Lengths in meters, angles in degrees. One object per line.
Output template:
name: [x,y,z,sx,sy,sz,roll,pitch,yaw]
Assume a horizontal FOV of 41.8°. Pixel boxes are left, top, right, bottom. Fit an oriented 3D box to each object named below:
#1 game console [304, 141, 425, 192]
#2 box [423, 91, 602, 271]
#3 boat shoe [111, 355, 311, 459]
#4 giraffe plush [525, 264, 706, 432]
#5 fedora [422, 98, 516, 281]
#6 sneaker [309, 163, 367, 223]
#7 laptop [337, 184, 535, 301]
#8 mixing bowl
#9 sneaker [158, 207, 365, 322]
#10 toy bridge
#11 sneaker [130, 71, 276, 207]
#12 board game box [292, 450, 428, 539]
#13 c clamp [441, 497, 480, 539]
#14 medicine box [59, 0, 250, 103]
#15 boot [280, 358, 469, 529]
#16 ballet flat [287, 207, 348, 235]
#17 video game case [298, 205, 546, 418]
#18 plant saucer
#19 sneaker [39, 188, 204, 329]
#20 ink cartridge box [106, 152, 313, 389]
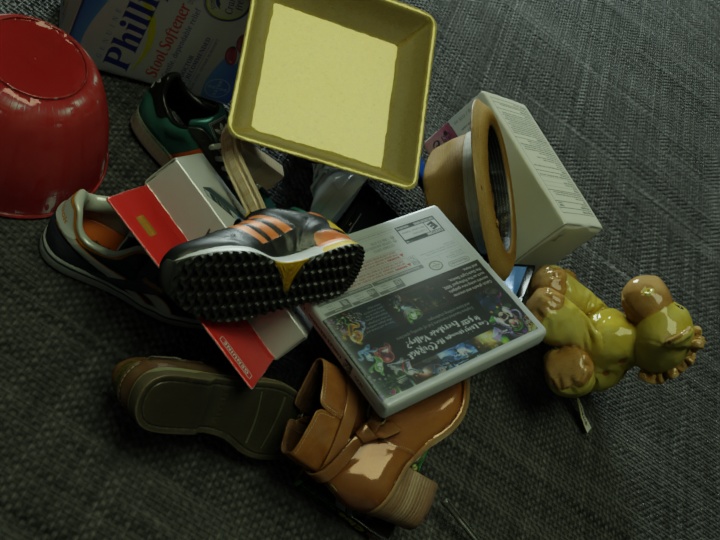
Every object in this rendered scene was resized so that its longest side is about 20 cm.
game console: [-0.006,-0.167,1.080,0.168,0.119,0.201,-8,51,-13]
box: [0.190,-0.105,1.180,0.127,0.109,0.201,1,56,-55]
boat shoe: [-0.122,0.111,0.825,0.199,0.073,0.068,27,1,-42]
giraffe plush: [0.295,0.072,1.057,0.201,0.161,0.173,62,26,-17]
fedora: [0.117,-0.083,1.032,0.200,0.081,0.203,-8,90,-72]
sneaker: [-0.046,-0.124,1.072,0.115,0.074,0.201,36,34,-6]
laptop: [0.071,0.000,1.031,0.200,0.103,0.178,45,42,-12]
mixing bowl: [-0.313,-0.160,0.871,0.198,0.108,0.202,20,48,-24]
sneaker: [-0.094,-0.014,0.806,0.198,0.071,0.090,-6,38,-40]
toy bridge: [-0.106,-0.105,0.925,0.067,0.027,0.202,34,33,-43]
sneaker: [-0.151,-0.117,0.974,0.200,0.080,0.071,45,40,1]
board game box: [0.020,0.156,0.922,0.104,0.023,0.201,36,50,-5]
c clamp: [0.101,0.338,0.858,0.171,0.027,0.200,43,41,-8]
medicine box: [-0.198,-0.295,1.003,0.198,0.182,0.104,9,52,-31]
boot: [0.014,0.119,0.868,0.155,0.076,0.202,35,62,-25]
ballet flat: [0.000,0.000,0.966,0.198,0.069,0.064,21,71,4]
video game case: [0.047,0.029,0.883,0.198,0.023,0.182,-19,57,-33]
plant saucer: [-0.029,-0.191,0.947,0.198,0.048,0.202,14,71,-18]
sneaker: [-0.189,-0.009,0.869,0.198,0.079,0.079,22,46,-24]
ink cartridge box: [-0.121,-0.008,0.847,0.201,0.045,0.176,54,11,-5]
